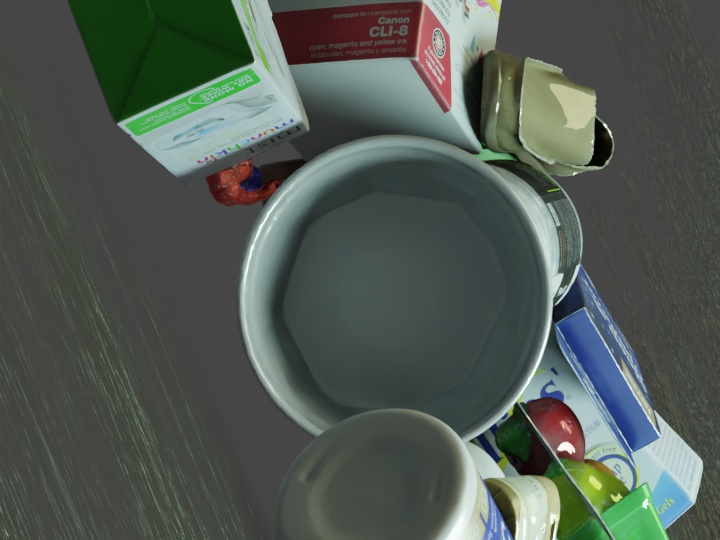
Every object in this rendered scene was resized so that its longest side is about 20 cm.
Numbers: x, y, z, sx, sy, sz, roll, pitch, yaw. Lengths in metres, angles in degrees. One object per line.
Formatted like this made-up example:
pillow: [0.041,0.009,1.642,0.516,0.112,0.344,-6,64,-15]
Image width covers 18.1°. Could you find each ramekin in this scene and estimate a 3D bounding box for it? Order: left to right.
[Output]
ramekin: [0.022,0.017,1.442,0.105,0.199,0.202,34,33,-88]

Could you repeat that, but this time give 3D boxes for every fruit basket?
fruit basket: [0.147,0.157,1.665,0.200,0.094,0.185,49,-1,8]

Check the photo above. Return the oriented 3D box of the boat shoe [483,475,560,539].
boat shoe: [0.094,0.228,1.520,0.074,0.066,0.202,35,-57,39]

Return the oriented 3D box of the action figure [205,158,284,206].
action figure: [-0.085,-0.078,1.600,0.200,0.051,0.066,-23,95,-83]

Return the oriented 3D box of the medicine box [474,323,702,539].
medicine box: [0.144,0.157,1.831,0.200,0.182,0.103,46,18,-1]

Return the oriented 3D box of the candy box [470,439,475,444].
candy box: [0.073,0.204,1.770,0.026,0.102,0.201,-46,121,-40]

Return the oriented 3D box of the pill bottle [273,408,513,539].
pill bottle: [0.037,0.184,1.304,0.120,0.119,0.201,-108,173,-46]

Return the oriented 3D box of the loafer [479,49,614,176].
loafer: [0.137,-0.115,1.650,0.200,0.067,0.077,18,73,-69]

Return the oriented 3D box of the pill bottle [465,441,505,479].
pill bottle: [0.062,0.185,1.613,0.200,0.110,0.112,59,9,-60]

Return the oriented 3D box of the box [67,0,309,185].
box: [-0.118,-0.176,1.371,0.176,0.096,0.202,47,21,-78]

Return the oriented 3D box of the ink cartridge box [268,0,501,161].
ink cartridge box: [0.013,-0.200,1.619,0.145,0.143,0.202,48,45,-56]

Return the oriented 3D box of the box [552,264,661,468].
box: [0.180,0.058,1.708,0.122,0.032,0.200,58,11,-18]

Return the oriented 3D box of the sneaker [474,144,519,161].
sneaker: [0.087,-0.090,1.739,0.200,0.083,0.075,29,39,-66]

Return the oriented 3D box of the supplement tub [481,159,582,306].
supplement tub: [0.091,-0.017,1.596,0.123,0.122,0.200,67,14,2]

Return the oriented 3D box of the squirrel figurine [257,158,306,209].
squirrel figurine: [0.000,0.000,1.766,0.200,0.140,0.189,-86,165,-85]
